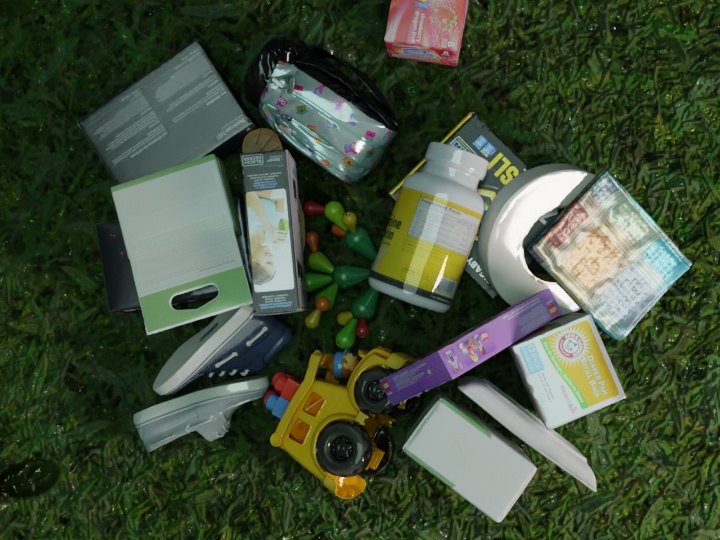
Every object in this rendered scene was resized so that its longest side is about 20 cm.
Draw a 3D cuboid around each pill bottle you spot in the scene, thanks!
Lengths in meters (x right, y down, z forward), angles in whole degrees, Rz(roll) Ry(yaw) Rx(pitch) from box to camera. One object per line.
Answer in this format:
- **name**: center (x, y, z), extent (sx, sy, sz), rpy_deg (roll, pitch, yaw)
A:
- **pill bottle**: center (0.092, -0.055, 1.351), extent (0.112, 0.112, 0.201), rpy_deg (20, 91, 6)

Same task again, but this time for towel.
- **towel**: center (0.324, -0.016, 1.371), extent (0.147, 0.022, 0.200), rpy_deg (-47, 116, 3)

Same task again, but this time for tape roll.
- **tape roll**: center (0.250, -0.037, 1.373), extent (0.202, 0.037, 0.203), rpy_deg (-5, 110, -15)

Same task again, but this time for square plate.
- **square plate**: center (0.208, 0.194, 1.337), extent (0.200, 0.198, 0.028), rpy_deg (37, 92, 5)

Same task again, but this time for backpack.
- **backpack**: center (-0.049, -0.210, 1.405), extent (0.200, 0.167, 0.127), rpy_deg (37, 109, 2)

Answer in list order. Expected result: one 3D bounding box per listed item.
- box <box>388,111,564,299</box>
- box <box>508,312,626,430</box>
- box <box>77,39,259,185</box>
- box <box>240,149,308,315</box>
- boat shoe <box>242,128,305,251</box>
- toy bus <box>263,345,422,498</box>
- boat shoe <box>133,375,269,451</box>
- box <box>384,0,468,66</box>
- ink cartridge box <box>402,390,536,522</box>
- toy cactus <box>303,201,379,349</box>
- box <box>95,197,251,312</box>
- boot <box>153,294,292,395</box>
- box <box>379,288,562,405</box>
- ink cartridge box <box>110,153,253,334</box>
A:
- **box**: center (0.163, -0.086, 1.424), extent (0.160, 0.049, 0.200), rpy_deg (-44, 85, 1)
- **box**: center (0.252, 0.121, 1.334), extent (0.101, 0.200, 0.113), rpy_deg (-23, 87, 4)
- **box**: center (-0.258, -0.194, 1.452), extent (0.200, 0.079, 0.141), rpy_deg (-33, 83, 4)
- **box**: center (-0.108, -0.044, 1.344), extent (0.060, 0.117, 0.201), rpy_deg (-5, 86, 2)
- **boat shoe**: center (-0.112, -0.089, 1.439), extent (0.071, 0.069, 0.201), rpy_deg (-9, 83, 2)
- **toy bus**: center (-0.033, 0.171, 1.408), extent (0.192, 0.136, 0.200), rpy_deg (29, 91, 22)
- **boat shoe**: center (-0.210, 0.196, 1.446), extent (0.200, 0.070, 0.072), rpy_deg (-19, 89, 12)
- **box**: center (0.097, -0.383, 1.412), extent (0.099, 0.095, 0.201), rpy_deg (10, 90, 5)
- **ink cartridge box**: center (0.134, 0.228, 1.345), extent (0.146, 0.200, 0.083), rpy_deg (36, 89, 4)
- **toy cactus**: center (0.000, 0.000, 1.424), extent (0.164, 0.102, 0.201), rpy_deg (-6, 80, -4)
- **box**: center (-0.238, -0.018, 1.431), extent (0.199, 0.106, 0.123), rpy_deg (-11, 86, 6)
- **boot**: center (-0.187, 0.122, 1.443), extent (0.200, 0.073, 0.090), rpy_deg (-40, 113, 21)
- **box**: center (0.135, 0.093, 1.302), extent (0.200, 0.137, 0.039), rpy_deg (-26, 85, -36)
- **ink cartridge box**: center (-0.222, -0.032, 1.350), extent (0.145, 0.048, 0.201), rpy_deg (-17, 81, 5)
